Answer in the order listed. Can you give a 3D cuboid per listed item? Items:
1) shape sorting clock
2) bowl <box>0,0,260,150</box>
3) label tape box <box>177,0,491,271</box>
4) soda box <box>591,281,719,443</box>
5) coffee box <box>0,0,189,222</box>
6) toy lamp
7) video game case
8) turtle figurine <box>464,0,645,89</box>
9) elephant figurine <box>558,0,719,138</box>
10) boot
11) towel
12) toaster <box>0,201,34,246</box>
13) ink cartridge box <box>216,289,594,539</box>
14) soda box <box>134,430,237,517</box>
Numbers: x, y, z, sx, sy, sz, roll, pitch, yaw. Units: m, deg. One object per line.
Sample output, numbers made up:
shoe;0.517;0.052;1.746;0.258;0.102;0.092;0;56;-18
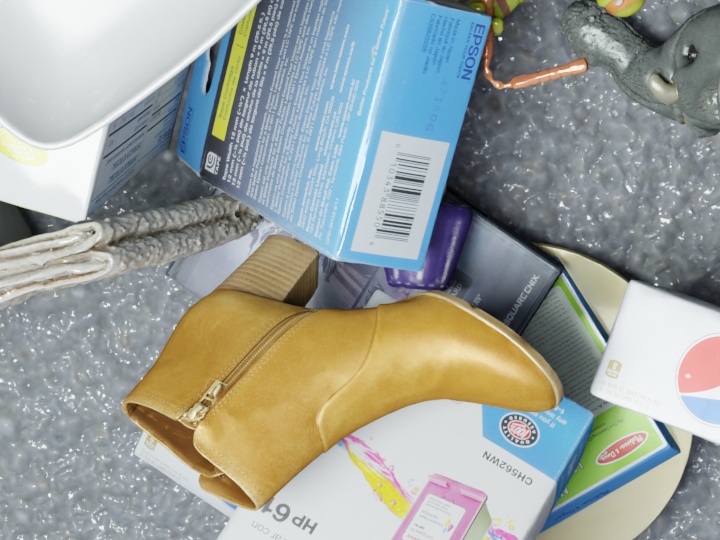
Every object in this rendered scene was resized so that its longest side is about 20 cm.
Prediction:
shape sorting clock;0.099;0.082;1.269;0.198;0.039;0.202;3;99;17
bowl;-0.132;-0.184;1.004;0.200;0.075;0.200;-38;97;13
label tape box;-0.022;-0.099;1.186;0.066;0.200;0.144;7;104;-32
soda box;0.232;0.070;1.161;0.199;0.064;0.069;21;94;18
coffee box;-0.195;-0.163;1.158;0.198;0.200;0.199;17;106;3
toy lamp;0.040;-0.090;1.198;0.058;0.058;0.202;4;88;7
video game case;0.000;0.000;1.255;0.199;0.019;0.143;35;107;7
turtle figurine;0.118;-0.201;1.167;0.199;0.064;0.162;-36;86;-4
elephant figurine;0.228;-0.094;1.166;0.154;0.141;0.201;-22;85;-15
boot;-0.011;0.071;1.105;0.200;0.144;0.071;23;148;21
towel;-0.149;-0.008;1.186;0.132;0.200;0.035;-13;92;24
toaster;-0.310;0.007;1.219;0.180;0.200;0.119;-21;103;22
ink cartridge box;0.018;0.137;1.167;0.144;0.085;0.201;29;70;9
soda box;-0.030;0.124;1.262;0.199;0.068;0.064;32;124;9
